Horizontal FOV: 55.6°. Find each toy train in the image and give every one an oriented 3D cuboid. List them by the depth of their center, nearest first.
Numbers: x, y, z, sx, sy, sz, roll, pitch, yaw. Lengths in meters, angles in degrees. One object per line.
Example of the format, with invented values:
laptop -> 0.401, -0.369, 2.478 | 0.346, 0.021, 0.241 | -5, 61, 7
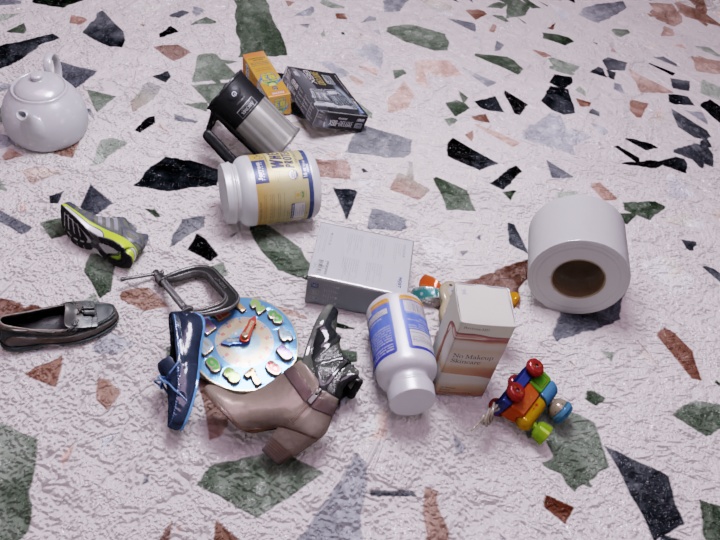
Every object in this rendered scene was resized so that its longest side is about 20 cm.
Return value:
toy train -> 0.281, 0.255, 1.182 | 0.116, 0.085, 0.199 | 43, 53, 10

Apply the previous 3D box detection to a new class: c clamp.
c clamp -> -0.325, 0.041, 1.268 | 0.169, 0.028, 0.199 | -19, 37, -37

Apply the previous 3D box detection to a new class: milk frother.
milk frother -> -0.265, -0.336, 1.587 | 0.188, 0.180, 0.201 | 43, 12, -16

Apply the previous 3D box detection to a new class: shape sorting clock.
shape sorting clock -> -0.208, 0.127, 1.225 | 0.195, 0.040, 0.203 | 5, 47, -6

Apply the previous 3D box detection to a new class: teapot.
teapot -> -0.706, -0.376, 1.519 | 0.199, 0.148, 0.196 | 37, 51, 24

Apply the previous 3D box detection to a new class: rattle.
rattle -> 0.193, 0.045, 1.316 | 0.129, 0.144, 0.200 | -35, 67, -14

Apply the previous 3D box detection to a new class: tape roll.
tape roll -> 0.440, -0.031, 1.386 | 0.198, 0.205, 0.141 | 13, 45, 2

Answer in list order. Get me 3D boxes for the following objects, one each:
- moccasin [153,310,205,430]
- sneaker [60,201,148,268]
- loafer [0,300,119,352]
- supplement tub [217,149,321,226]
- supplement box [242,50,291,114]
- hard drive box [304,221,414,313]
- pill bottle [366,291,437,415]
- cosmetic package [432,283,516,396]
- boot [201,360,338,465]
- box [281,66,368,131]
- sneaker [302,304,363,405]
moccasin -> -0.307, 0.164, 1.133 | 0.067, 0.080, 0.203 | 18, 51, -27
sneaker -> -0.506, -0.078, 1.345 | 0.198, 0.075, 0.081 | 31, 40, 10
loafer -> -0.521, 0.089, 1.181 | 0.196, 0.064, 0.072 | -14, 51, -22
supplement tub -> -0.192, -0.172, 1.432 | 0.196, 0.146, 0.146 | -9, 49, -19
supplement box -> -0.243, -0.482, 1.762 | 0.065, 0.069, 0.202 | -17, 55, -21
hard drive box -> 0.000, 0.000, 1.357 | 0.196, 0.078, 0.158 | 12, 47, 1
pill bottle -> 0.075, 0.148, 1.211 | 0.109, 0.113, 0.203 | 0, 48, -10
cosmetic package -> 0.191, 0.125, 1.192 | 0.101, 0.202, 0.088 | 5, 45, -6
boot -> -0.139, 0.207, 1.107 | 0.199, 0.070, 0.147 | 40, 82, 3
box -> -0.092, -0.435, 1.732 | 0.155, 0.050, 0.201 | -2, 46, -37
sneaker -> -0.045, 0.156, 1.208 | 0.112, 0.077, 0.202 | 13, 50, -1
